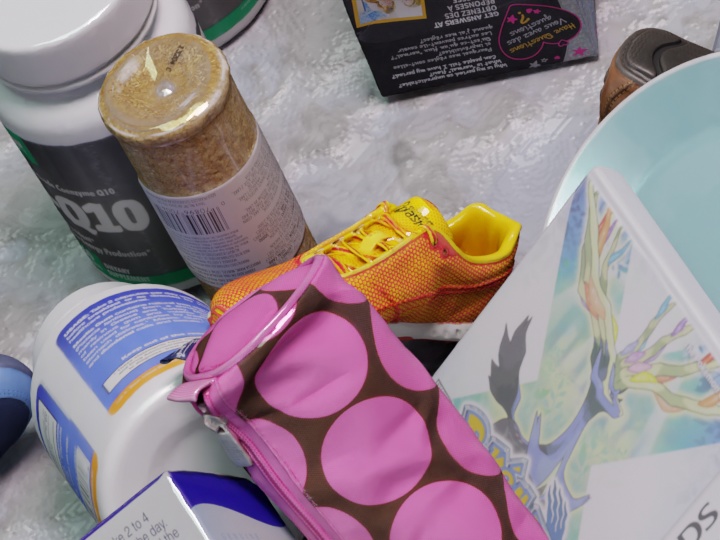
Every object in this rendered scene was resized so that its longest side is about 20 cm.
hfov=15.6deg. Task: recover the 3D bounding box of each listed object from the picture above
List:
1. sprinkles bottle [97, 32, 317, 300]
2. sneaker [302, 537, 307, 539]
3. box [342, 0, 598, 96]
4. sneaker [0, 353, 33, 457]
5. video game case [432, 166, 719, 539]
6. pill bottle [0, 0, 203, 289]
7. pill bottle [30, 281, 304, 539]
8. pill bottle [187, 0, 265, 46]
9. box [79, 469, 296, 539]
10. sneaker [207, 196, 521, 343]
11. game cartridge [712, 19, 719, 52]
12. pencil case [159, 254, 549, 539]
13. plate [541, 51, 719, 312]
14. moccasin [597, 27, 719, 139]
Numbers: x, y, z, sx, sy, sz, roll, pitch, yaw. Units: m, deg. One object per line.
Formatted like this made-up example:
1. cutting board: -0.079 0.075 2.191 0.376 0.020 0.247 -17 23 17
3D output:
1. sprinkles bottle: -0.066 -0.032 1.326 0.068 0.200 0.068 -10 51 13
2. sneaker: 0.004 0.176 1.226 0.088 0.076 0.200 -34 49 -13
3. box: 0.059 -0.215 1.476 0.132 0.115 0.200 -10 53 13
4. sneaker: -0.241 0.124 1.362 0.200 0.074 0.082 -40 49 0
5. video game case: 0.107 0.082 1.224 0.182 0.022 0.200 -54 44 25
6. pill bottle: -0.127 -0.088 1.383 0.113 0.200 0.113 -11 51 14
7. pill bottle: -0.098 0.070 1.289 0.112 0.112 0.200 -35 24 -7
8. pill bottle: -0.131 -0.222 1.497 0.113 0.200 0.113 -11 51 14
9. box: -0.077 0.218 1.129 0.184 0.105 0.200 -39 73 14
10. sneaker: 0.000 0.000 1.292 0.073 0.077 0.200 28 26 33
11. game cartridge: 0.289 -0.142 1.383 0.200 0.041 0.133 3 59 23
12. pencil case: 0.005 0.093 1.166 0.091 0.200 0.094 -24 22 49
13. plate: 0.175 -0.010 1.250 0.200 0.026 0.201 -13 64 29
14. moccasin: 0.211 -0.049 1.317 0.201 0.078 0.074 20 46 12
